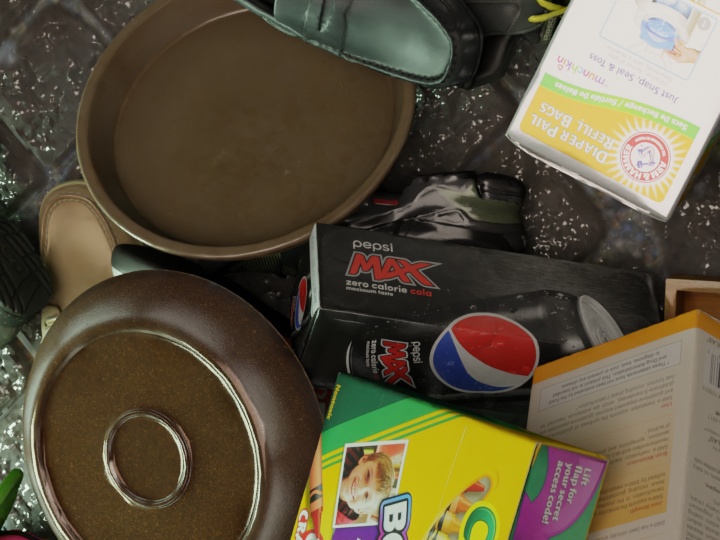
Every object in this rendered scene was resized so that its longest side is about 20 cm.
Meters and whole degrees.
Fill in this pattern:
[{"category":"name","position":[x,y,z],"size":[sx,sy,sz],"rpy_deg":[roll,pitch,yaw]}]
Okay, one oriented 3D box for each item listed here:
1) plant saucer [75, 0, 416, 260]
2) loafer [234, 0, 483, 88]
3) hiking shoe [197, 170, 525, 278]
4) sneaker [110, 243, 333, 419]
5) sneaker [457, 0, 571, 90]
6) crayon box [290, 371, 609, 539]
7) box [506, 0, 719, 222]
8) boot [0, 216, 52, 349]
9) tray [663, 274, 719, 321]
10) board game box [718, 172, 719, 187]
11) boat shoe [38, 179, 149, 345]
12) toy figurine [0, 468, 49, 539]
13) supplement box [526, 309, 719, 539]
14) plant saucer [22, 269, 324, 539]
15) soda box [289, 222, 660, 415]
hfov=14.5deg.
[{"category":"plant saucer","position":[-0.064,-0.087,1.614],"size":[0.199,0.030,0.201],"rpy_deg":[-6,57,10]},{"category":"loafer","position":[-0.019,-0.152,1.576],"size":[0.200,0.070,0.068],"rpy_deg":[31,121,31]},{"category":"hiking shoe","position":[0.000,0.000,1.626],"size":[0.199,0.076,0.101],"rpy_deg":[-7,90,17]},{"category":"sneaker","position":[-0.076,0.072,1.655],"size":[0.201,0.067,0.108],"rpy_deg":[28,102,5]},{"category":"sneaker","position":[0.101,-0.175,1.561],"size":[0.200,0.074,0.085],"rpy_deg":[-42,72,41]},{"category":"crayon box","position":[0.029,0.169,1.455],"size":[0.172,0.058,0.201],"rpy_deg":[16,90,55]},{"category":"box","position":[0.172,-0.141,1.538],"size":[0.101,0.112,0.201],"rpy_deg":[28,102,7]},{"category":"boot","position":[-0.269,-0.017,1.711],"size":[0.131,0.068,0.201],"rpy_deg":[-45,62,37]},{"category":"tray","position":[0.268,0.058,1.570],"size":[0.199,0.037,0.099],"rpy_deg":[4,96,16]},{"category":"board game box","position":[0.266,0.019,1.509],"size":[0.126,0.035,0.201],"rpy_deg":[-15,55,17]},{"category":"boat shoe","position":[-0.156,0.045,1.684],"size":[0.072,0.065,0.201],"rpy_deg":[-10,92,18]},{"category":"toy figurine","position":[-0.171,0.236,1.673],"size":[0.184,0.150,0.200],"rpy_deg":[32,126,0]},{"category":"supplement box","position":[0.145,0.136,1.456],"size":[0.126,0.073,0.201],"rpy_deg":[-22,49,45]},{"category":"plant saucer","position":[-0.110,0.100,1.561],"size":[0.199,0.032,0.201],"rpy_deg":[6,103,28]},{"category":"soda box","position":[0.063,0.032,1.558],"size":[0.199,0.071,0.064],"rpy_deg":[8,134,-12]}]
